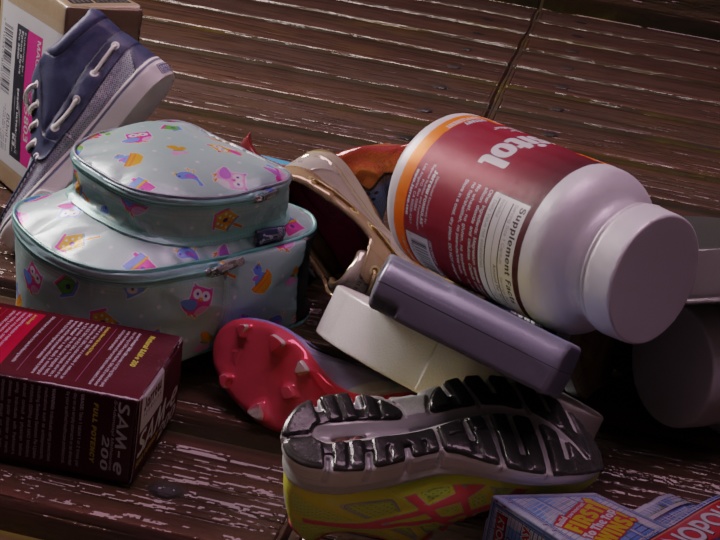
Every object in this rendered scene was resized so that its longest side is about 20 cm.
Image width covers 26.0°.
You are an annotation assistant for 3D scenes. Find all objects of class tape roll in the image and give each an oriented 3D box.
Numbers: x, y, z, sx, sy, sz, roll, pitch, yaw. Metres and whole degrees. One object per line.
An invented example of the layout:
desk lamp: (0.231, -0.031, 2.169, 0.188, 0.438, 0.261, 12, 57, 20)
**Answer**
tape roll: (0.066, 0.068, 1.040, 0.202, 0.037, 0.203, 27, 1, 0)

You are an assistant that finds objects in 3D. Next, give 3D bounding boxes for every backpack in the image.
backpack: (-0.148, -0.016, 1.119, 0.200, 0.154, 0.175, -26, 41, -37)

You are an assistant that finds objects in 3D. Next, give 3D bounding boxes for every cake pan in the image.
cake pan: (0.218, -0.010, 1.131, 0.199, 0.037, 0.200, -1, 10, 0)

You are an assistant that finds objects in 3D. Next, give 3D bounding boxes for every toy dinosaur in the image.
toy dinosaur: (0.032, -0.067, 1.202, 0.199, 0.181, 0.105, 25, 52, -26)

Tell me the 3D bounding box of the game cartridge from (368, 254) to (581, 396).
game cartridge: (0.070, 0.033, 0.967, 0.133, 0.041, 0.200, 30, 1, 0)

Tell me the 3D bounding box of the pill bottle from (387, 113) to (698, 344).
pill bottle: (0.119, -0.026, 1.027, 0.113, 0.114, 0.200, -7, 24, -40)

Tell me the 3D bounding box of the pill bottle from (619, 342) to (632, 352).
pill bottle: (0.222, 0.006, 1.297, 0.199, 0.112, 0.112, 22, 22, 34)

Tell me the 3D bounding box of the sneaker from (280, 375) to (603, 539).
sneaker: (0.044, 0.119, 0.914, 0.199, 0.091, 0.078, 2, 38, -15)

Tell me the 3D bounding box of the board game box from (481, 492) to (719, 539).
board game box: (0.177, 0.174, 0.865, 0.199, 0.062, 0.200, 22, 23, 32)

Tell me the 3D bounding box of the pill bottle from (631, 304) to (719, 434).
pill bottle: (0.307, 0.064, 1.156, 0.199, 0.120, 0.120, -2, 21, -30)

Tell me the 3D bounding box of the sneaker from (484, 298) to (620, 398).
sneaker: (0.130, 0.047, 1.155, 0.108, 0.070, 0.200, 16, -1, 16)

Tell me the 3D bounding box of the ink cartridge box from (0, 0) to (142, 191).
ink cartridge box: (-0.269, -0.159, 1.409, 0.075, 0.201, 0.165, -3, 21, -32)

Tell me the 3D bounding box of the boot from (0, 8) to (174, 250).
boot: (-0.250, -0.117, 1.294, 0.090, 0.200, 0.073, 41, -1, 6)

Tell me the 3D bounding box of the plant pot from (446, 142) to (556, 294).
plant pot: (0.094, -0.025, 1.269, 0.027, 0.200, 0.200, 45, 14, -13)

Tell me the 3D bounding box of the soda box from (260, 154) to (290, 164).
soda box: (-0.081, -0.061, 1.418, 0.199, 0.068, 0.064, 15, 20, 17)

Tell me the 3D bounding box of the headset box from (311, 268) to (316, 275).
headset box: (-0.116, -0.038, 1.320, 0.199, 0.078, 0.149, 16, 20, 16)

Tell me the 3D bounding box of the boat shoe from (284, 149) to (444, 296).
boat shoe: (0.000, 0.000, 1.173, 0.200, 0.074, 0.069, 50, 32, 8)

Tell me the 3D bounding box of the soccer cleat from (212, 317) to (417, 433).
soccer cleat: (-0.012, 0.086, 1.043, 0.199, 0.067, 0.076, 21, 7, 30)

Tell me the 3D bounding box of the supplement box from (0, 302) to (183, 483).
supplement box: (-0.222, 0.068, 0.984, 0.199, 0.061, 0.109, 10, 19, 5)
